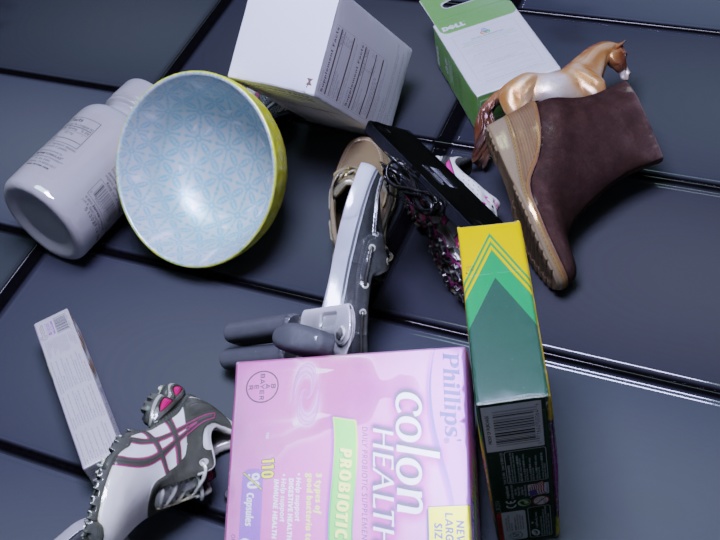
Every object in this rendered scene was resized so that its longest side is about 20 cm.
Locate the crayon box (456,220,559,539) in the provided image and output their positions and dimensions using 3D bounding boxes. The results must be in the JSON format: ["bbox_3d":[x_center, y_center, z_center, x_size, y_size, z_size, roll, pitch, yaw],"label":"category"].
[{"bbox_3d":[0.120,0.092,0.891,0.057,0.202,0.174,-8,47,6],"label":"crayon box"}]

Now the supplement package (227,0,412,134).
[{"bbox_3d":[-0.039,-0.227,1.195,0.112,0.199,0.111,16,90,24],"label":"supplement package"}]

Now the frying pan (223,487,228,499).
[{"bbox_3d":[-0.033,0.144,1.001,0.186,0.031,0.116,-6,47,4],"label":"frying pan"}]

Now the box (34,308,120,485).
[{"bbox_3d":[-0.271,0.120,1.065,0.041,0.039,0.201,-27,49,-10],"label":"box"}]

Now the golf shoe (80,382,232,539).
[{"bbox_3d":[-0.171,0.172,0.945,0.087,0.078,0.201,20,34,7],"label":"golf shoe"}]

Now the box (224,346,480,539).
[{"bbox_3d":[-0.003,0.168,0.899,0.196,0.097,0.179,-4,61,9],"label":"box"}]

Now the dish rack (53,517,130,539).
[{"bbox_3d":[-0.242,0.315,0.884,0.199,0.044,0.171,-38,53,-21],"label":"dish rack"}]

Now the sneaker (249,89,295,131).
[{"bbox_3d":[-0.105,-0.206,1.297,0.074,0.081,0.202,20,63,10],"label":"sneaker"}]

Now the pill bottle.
[{"bbox_3d":[-0.293,-0.119,1.231,0.113,0.115,0.201,20,55,27],"label":"pill bottle"}]

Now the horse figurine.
[{"bbox_3d":[0.206,-0.171,1.178,0.197,0.050,0.135,-12,80,3],"label":"horse figurine"}]

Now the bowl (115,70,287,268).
[{"bbox_3d":[-0.153,-0.108,1.179,0.197,0.204,0.107,11,9,22],"label":"bowl"}]

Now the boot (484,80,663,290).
[{"bbox_3d":[0.228,-0.091,1.096,0.164,0.073,0.203,-15,67,-4],"label":"boot"}]

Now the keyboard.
[{"bbox_3d":[0.062,-0.079,1.069,0.200,0.103,0.040,49,117,39],"label":"keyboard"}]

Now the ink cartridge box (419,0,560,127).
[{"bbox_3d":[0.149,-0.254,1.286,0.102,0.060,0.201,-18,48,-5],"label":"ink cartridge box"}]

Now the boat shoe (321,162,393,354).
[{"bbox_3d":[0.000,0.000,1.042,0.056,0.069,0.203,12,81,0],"label":"boat shoe"}]

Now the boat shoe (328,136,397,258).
[{"bbox_3d":[-0.001,-0.078,1.161,0.071,0.065,0.202,-3,49,10],"label":"boat shoe"}]

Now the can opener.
[{"bbox_3d":[-0.073,0.060,0.997,0.199,0.066,0.054,-12,63,54],"label":"can opener"}]

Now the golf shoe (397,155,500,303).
[{"bbox_3d":[0.105,-0.051,1.109,0.091,0.073,0.202,-17,47,-5],"label":"golf shoe"}]
